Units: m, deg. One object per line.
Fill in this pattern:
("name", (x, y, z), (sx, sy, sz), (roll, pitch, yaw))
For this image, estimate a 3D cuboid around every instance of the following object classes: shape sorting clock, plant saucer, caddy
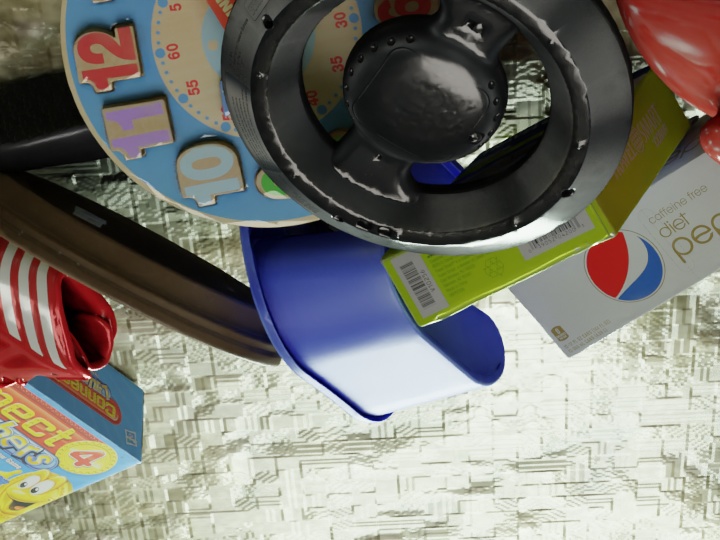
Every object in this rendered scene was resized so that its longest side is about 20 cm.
("shape sorting clock", (-0.052, -0.118, 1.474), (0.199, 0.039, 0.201), (2, 108, 7))
("plant saucer", (-0.126, -0.006, 1.606), (0.200, 0.200, 0.030), (26, 95, -31))
("caddy", (0.000, 0.000, 1.608), (0.105, 0.142, 0.200), (-12, 152, 24))

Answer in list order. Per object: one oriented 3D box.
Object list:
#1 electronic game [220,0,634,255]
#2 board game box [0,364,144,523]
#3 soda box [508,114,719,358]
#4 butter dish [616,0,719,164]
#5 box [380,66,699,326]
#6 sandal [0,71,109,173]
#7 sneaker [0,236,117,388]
("electronic game", (0.031, -0.087, 1.407), (0.199, 0.042, 0.200), (7, 131, 8))
("board game box", (-0.268, 0.084, 1.795), (0.196, 0.056, 0.200), (-24, 138, 27))
("soda box", (0.176, -0.033, 1.629), (0.200, 0.068, 0.064), (-34, 104, 34))
("butter dish", (0.202, -0.116, 1.411), (0.200, 0.148, 0.199), (12, 165, 31))
("box", (0.099, -0.045, 1.558), (0.122, 0.200, 0.048), (-26, 100, 26))
("sandal", (-0.106, -0.082, 1.568), (0.200, 0.076, 0.043), (-4, 133, 20))
("sneaker", (-0.202, 0.058, 1.627), (0.115, 0.078, 0.200), (23, 142, 4))
